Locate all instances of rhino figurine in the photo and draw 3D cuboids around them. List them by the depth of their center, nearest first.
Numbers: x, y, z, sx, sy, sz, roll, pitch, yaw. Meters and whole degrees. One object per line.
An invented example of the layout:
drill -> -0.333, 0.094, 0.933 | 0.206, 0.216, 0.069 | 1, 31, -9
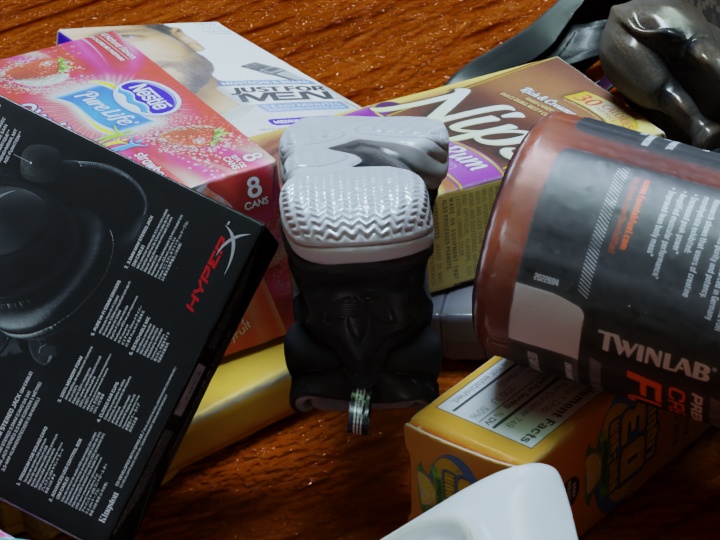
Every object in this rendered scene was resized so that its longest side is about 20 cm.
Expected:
rhino figurine -> 0.175, -0.090, 1.190 | 0.087, 0.060, 0.200 | 43, 5, 20

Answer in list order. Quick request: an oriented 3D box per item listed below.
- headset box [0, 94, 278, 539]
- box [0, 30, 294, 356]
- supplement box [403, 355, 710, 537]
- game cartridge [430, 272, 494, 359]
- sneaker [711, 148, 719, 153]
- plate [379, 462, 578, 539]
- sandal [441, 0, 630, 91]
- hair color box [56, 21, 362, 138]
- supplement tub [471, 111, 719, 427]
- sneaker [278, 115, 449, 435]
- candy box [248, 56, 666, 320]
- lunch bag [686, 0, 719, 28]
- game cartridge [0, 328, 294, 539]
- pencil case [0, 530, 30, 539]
headset box -> -0.156, 0.007, 0.962 | 0.199, 0.149, 0.077 | 25, -4, 6
box -> -0.120, -0.035, 1.117 | 0.099, 0.096, 0.200 | -18, 31, -22
supplement box -> 0.104, 0.056, 1.005 | 0.069, 0.067, 0.200 | 23, 40, 36
game cartridge -> 0.079, -0.013, 1.172 | 0.129, 0.039, 0.200 | 4, 29, 10
sneaker -> 0.167, -0.035, 1.000 | 0.199, 0.088, 0.076 | 10, 36, 9
plate -> -0.009, 0.161, 0.765 | 0.199, 0.032, 0.200 | -32, 29, 13
sandal -> 0.114, -0.113, 1.327 | 0.048, 0.075, 0.200 | 39, 54, 20
hair color box -> -0.080, -0.080, 1.269 | 0.109, 0.065, 0.200 | -7, 23, -32
supplement tub -> 0.152, 0.011, 0.920 | 0.199, 0.107, 0.107 | 17, 34, 16
sneaker -> 0.000, 0.000, 1.000 | 0.075, 0.114, 0.200 | 1, 17, 4
candy box -> 0.038, -0.043, 1.144 | 0.199, 0.057, 0.117 | -15, 29, -19
lunch bag -> 0.292, -0.196, 1.356 | 0.167, 0.140, 0.200 | -18, 31, -21
game cartridge -> -0.125, 0.049, 1.100 | 0.200, 0.033, 0.176 | -27, 35, -30
pencil case -> -0.200, 0.113, 0.935 | 0.087, 0.088, 0.200 | -27, 35, -34
